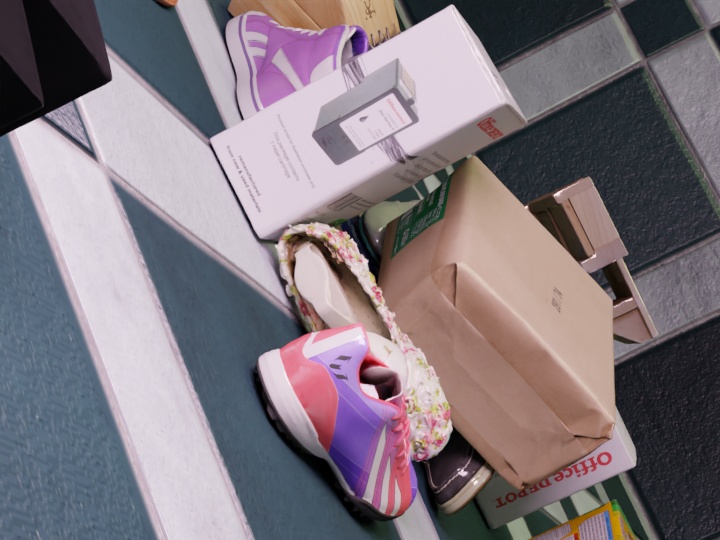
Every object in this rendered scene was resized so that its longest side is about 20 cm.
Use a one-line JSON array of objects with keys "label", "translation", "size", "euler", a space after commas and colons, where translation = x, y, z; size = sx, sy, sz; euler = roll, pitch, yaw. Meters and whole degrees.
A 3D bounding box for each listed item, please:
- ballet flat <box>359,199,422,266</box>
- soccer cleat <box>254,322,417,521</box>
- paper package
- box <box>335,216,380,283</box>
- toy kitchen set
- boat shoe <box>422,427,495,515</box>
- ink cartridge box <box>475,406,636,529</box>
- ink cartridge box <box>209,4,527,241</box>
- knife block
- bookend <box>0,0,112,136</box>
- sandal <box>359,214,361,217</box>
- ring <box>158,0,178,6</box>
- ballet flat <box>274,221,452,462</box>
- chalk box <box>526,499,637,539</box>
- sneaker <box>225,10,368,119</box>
[{"label": "ballet flat", "translation": [0.047, -0.033, 1.690], "size": [0.069, 0.069, 0.200], "euler": [64, 8, 9]}, {"label": "soccer cleat", "translation": [0.005, 0.097, 1.215], "size": [0.200, 0.073, 0.068], "euler": [52, 14, -52]}, {"label": "paper package", "translation": [0.106, 0.038, 1.522], "size": [0.191, 0.103, 0.200], "euler": [46, 23, -16]}, {"label": "box", "translation": [0.000, 0.000, 1.635], "size": [0.121, 0.032, 0.200], "euler": [67, 8, 26]}, {"label": "toy kitchen set", "translation": [0.158, 0.029, 1.838], "size": [0.163, 0.180, 0.200], "euler": [63, -7, 0]}, {"label": "boat shoe", "translation": [0.071, 0.126, 1.564], "size": [0.066, 0.072, 0.201], "euler": [43, 20, -11]}, {"label": "ink cartridge box", "translation": [0.141, 0.110, 1.743], "size": [0.200, 0.145, 0.085], "euler": [64, 8, -5]}, {"label": "ink cartridge box", "translation": [0.010, -0.101, 1.420], "size": [0.084, 0.200, 0.146], "euler": [63, 8, 6]}, {"label": "knife block", "translation": [-0.013, -0.171, 1.710], "size": [0.064, 0.200, 0.176], "euler": [-28, 113, -41]}, {"label": "bookend", "translation": [-0.166, -0.098, 0.717], "size": [0.200, 0.092, 0.199], "euler": [54, 13, -52]}, {"label": "sandal", "translation": [-0.014, -0.083, 1.709], "size": [0.201, 0.057, 0.080], "euler": [52, 14, -53]}, {"label": "ring", "translation": [-0.184, -0.290, 1.462], "size": [0.200, 0.019, 0.200], "euler": [61, 8, -14]}, {"label": "ballet flat", "translation": [-0.007, 0.046, 1.337], "size": [0.200, 0.076, 0.064], "euler": [57, 12, 31]}, {"label": "chalk box", "translation": [0.194, 0.308, 1.534], "size": [0.200, 0.124, 0.124], "euler": [61, 9, -11]}, {"label": "sneaker", "translation": [-0.046, -0.176, 1.622], "size": [0.073, 0.114, 0.200], "euler": [56, 10, -33]}]
